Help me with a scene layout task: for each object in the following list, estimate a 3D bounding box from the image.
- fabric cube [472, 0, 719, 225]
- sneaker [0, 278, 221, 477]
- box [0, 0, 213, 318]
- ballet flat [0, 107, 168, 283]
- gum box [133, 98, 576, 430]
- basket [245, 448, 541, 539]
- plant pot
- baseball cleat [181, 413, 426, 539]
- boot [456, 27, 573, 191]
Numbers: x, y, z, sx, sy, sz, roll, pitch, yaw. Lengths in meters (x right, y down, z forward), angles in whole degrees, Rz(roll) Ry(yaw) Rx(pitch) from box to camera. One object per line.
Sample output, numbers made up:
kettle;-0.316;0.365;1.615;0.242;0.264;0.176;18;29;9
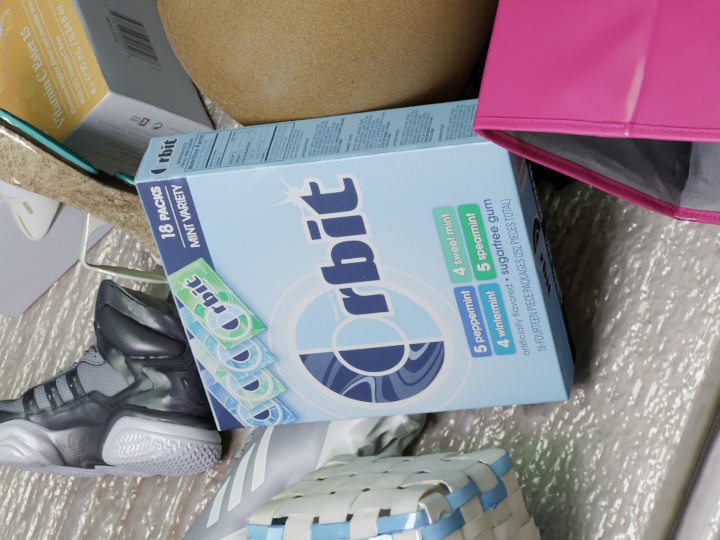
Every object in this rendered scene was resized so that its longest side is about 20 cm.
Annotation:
fabric cube;0.199;-0.135;1.203;0.199;0.196;0.201;6;82;41
sneaker;-0.165;0.067;1.533;0.199;0.075;0.115;-2;76;33
box;-0.209;-0.084;1.591;0.200;0.097;0.125;-42;55;24
ballet flat;-0.165;-0.038;1.484;0.066;0.199;0.071;-63;16;2
gum box;0.000;0.000;1.315;0.199;0.171;0.045;-5;35;16
basket;0.027;0.200;1.304;0.176;0.139;0.201;-9;107;38
plant pot;0.005;-0.183;1.264;0.200;0.185;0.188;129;139;-64
baseball cleat;-0.047;0.113;1.433;0.200;0.070;0.107;-40;50;13
boot;0.039;-0.095;1.415;0.200;0.069;0.175;-37;56;14
